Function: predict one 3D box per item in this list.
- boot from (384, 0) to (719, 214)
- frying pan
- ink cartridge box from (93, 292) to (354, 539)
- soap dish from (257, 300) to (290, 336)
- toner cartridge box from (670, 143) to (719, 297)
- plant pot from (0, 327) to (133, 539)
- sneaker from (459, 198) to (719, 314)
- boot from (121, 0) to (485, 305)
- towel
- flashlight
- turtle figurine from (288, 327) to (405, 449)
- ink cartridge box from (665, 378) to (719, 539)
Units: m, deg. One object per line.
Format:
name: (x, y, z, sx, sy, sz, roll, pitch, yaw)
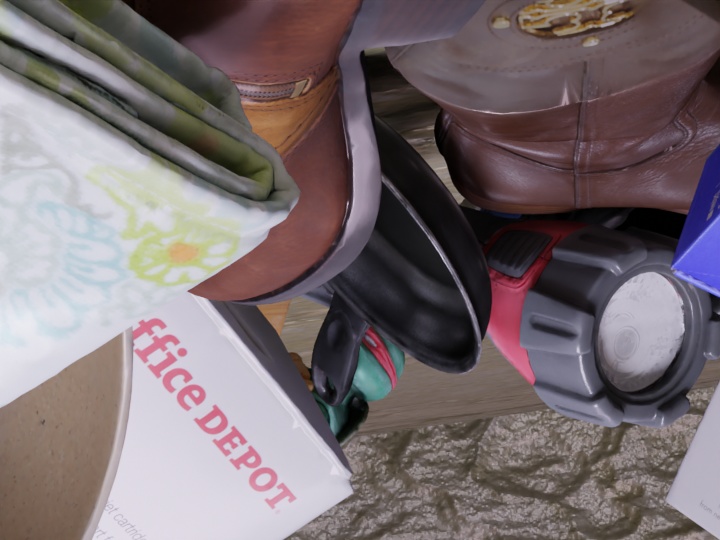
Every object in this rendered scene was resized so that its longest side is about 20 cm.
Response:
boot: (0.105, -0.059, 0.806, 0.185, 0.065, 0.200, -10, 168, 3)
frying pan: (0.011, 0.008, 0.913, 0.031, 0.115, 0.190, -41, 143, -17)
ink cartridge box: (-0.124, 0.058, 0.845, 0.199, 0.084, 0.145, -33, 133, 4)
soap dish: (-0.135, 0.008, 0.975, 0.199, 0.082, 0.157, -3, 172, -40)
toner cartridge box: (0.163, -0.038, 0.701, 0.095, 0.043, 0.200, 25, 150, -7)
plant pot: (-0.176, 0.020, 0.699, 0.199, 0.202, 0.134, -3, -162, -36)
sneaker: (0.141, -0.005, 1.038, 0.199, 0.077, 0.111, 4, 178, -29)
boot: (-0.086, -0.039, 0.593, 0.199, 0.069, 0.188, -5, 162, -21)
towel: (-0.135, -0.008, 0.515, 0.199, 0.048, 0.171, -29, 142, 22)
flashlight: (0.040, 0.005, 0.963, 0.068, 0.068, 0.200, -1, -171, -34)
turtle figurine: (-0.054, 0.054, 1.104, 0.199, 0.101, 0.150, -33, -170, -7)
ink cartridge box: (0.203, 0.011, 1.005, 0.068, 0.201, 0.115, 35, -156, 31)
